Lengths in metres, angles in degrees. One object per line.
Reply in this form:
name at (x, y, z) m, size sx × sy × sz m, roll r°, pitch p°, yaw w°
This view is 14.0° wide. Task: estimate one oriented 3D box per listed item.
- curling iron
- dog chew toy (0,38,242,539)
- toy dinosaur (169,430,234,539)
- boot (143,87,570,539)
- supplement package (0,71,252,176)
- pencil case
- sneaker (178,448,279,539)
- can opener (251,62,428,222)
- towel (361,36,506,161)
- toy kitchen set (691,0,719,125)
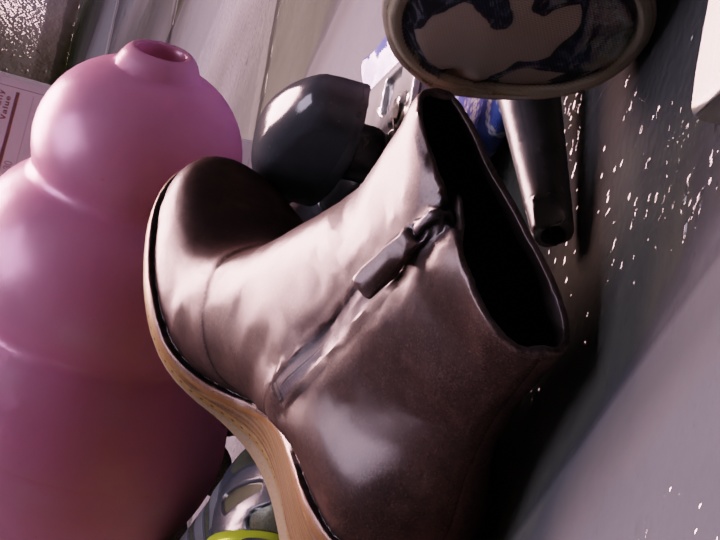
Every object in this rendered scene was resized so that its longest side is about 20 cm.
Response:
curling iron at (0.054, -0.087, 0.928) m, size 0.050 × 0.026 × 0.200 m, roll -39°, pitch 34°, yaw 38°
dog chew toy at (-0.099, 0.010, 1.099) m, size 0.125 × 0.124 × 0.200 m, roll -102°, pitch 26°, yaw -68°
toy dinosaur at (-0.073, 0.053, 1.233) m, size 0.077 × 0.102 × 0.200 m, roll -91°, pitch 20°, yaw -59°
boot at (0.000, 0.000, 0.912) m, size 0.166 × 0.072 × 0.200 m, roll -63°, pitch 39°, yaw 43°
supplement package at (-0.123, -0.013, 1.317) m, size 0.117 × 0.200 × 0.117 m, roll 163°, pitch 122°, yaw -79°
pencil case at (0.054, -0.141, 0.884) m, size 0.089 × 0.078 × 0.200 m, roll 111°, pitch 169°, yaw -52°
sneaker at (-0.033, 0.106, 1.075) m, size 0.081 × 0.074 × 0.200 m, roll -63°, pitch 9°, yaw -17°
can opener at (-0.019, -0.039, 1.063) m, size 0.200 × 0.067 × 0.053 m, roll 145°, pitch 137°, yaw -70°
towel at (0.032, -0.075, 1.069) m, size 0.200 × 0.024 × 0.145 m, roll 119°, pitch 162°, yaw -53°
toy kitchen set at (0.091, -0.131, 0.421) m, size 0.200 × 0.163 × 0.181 m, roll 132°, pitch 151°, yaw -68°
